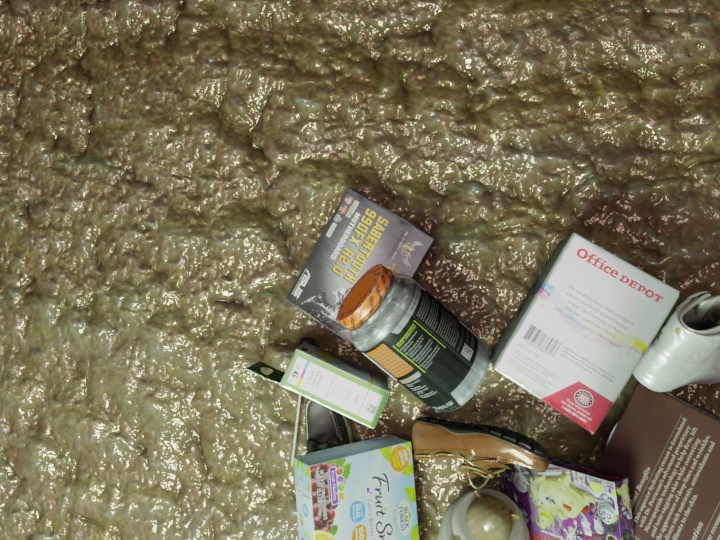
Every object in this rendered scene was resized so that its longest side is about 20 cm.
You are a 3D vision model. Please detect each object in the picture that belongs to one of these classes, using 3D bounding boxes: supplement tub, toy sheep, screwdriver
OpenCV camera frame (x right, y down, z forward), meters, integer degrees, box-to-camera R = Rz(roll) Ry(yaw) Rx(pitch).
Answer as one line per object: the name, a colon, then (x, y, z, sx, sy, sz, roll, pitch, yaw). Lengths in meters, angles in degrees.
supplement tub: (0.071, 0.091, 0.734, 0.199, 0.123, 0.123, 41, 96, -14)
toy sheep: (0.165, 0.373, 0.718, 0.135, 0.139, 0.202, 11, 132, 12)
screwdriver: (-0.094, 0.208, 0.842, 0.029, 0.028, 0.204, -1, 83, 40)

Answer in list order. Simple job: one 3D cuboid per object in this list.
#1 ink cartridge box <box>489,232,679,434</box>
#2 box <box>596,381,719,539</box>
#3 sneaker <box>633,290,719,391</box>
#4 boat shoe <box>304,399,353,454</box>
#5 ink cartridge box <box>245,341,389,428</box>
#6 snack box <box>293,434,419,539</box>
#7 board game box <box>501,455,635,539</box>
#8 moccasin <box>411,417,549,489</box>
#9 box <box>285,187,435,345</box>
ink cartridge box: (0.284, 0.077, 0.709, 0.144, 0.145, 0.202, 32, 94, 12)
box: (0.415, 0.262, 0.618, 0.162, 0.200, 0.168, 25, 93, -17)
sneaker: (0.435, 0.079, 0.652, 0.074, 0.197, 0.117, 55, 144, 38)
boat shoe: (-0.046, 0.287, 0.810, 0.072, 0.065, 0.204, -16, 83, 11)
ink cartridge box: (-0.058, 0.153, 0.781, 0.197, 0.104, 0.060, 24, 88, 1)
snack box: (-0.002, 0.353, 0.753, 0.166, 0.067, 0.204, -2, 86, -29)
board game box: (0.259, 0.308, 0.689, 0.032, 0.199, 0.122, -8, 86, -26)
moccasin: (0.157, 0.252, 0.733, 0.198, 0.073, 0.079, -2, 77, 33)
box: (0.000, 0.000, 0.824, 0.157, 0.048, 0.202, 32, 94, 12)
